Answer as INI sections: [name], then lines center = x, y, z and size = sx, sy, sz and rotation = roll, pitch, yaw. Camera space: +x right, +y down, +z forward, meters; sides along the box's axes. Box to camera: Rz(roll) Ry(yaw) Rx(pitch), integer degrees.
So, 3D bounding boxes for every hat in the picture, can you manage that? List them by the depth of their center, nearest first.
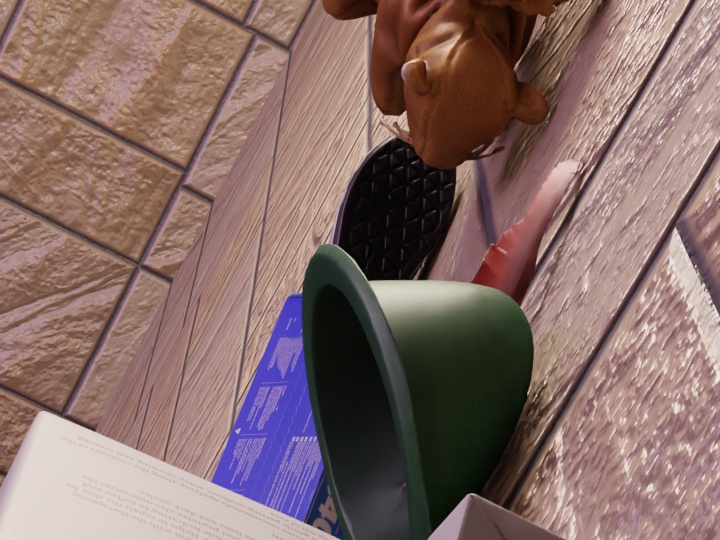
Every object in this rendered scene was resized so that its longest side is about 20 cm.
[hat]
center = 0.075, 0.046, 0.946
size = 0.166, 0.174, 0.202
rotation = 157, 102, -73

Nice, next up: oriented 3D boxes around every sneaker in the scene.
[sneaker]
center = 0.000, 0.000, 1.331
size = 0.201, 0.071, 0.083
rotation = -66, 8, -12

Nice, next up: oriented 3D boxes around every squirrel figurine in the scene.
[squirrel figurine]
center = 0.068, -0.166, 1.219
size = 0.187, 0.140, 0.201
rotation = -86, 21, -52

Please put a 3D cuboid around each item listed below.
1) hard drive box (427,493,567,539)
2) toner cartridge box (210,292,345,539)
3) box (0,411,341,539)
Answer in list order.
[hard drive box]
center = 0.011, 0.200, 0.688
size = 0.200, 0.076, 0.157
rotation = -55, 12, 45
[toner cartridge box]
center = -0.033, 0.106, 1.191
size = 0.094, 0.043, 0.201
rotation = -4, 54, 42
[box]
center = -0.125, 0.220, 1.022
size = 0.171, 0.198, 0.201
rotation = -96, 31, -73
